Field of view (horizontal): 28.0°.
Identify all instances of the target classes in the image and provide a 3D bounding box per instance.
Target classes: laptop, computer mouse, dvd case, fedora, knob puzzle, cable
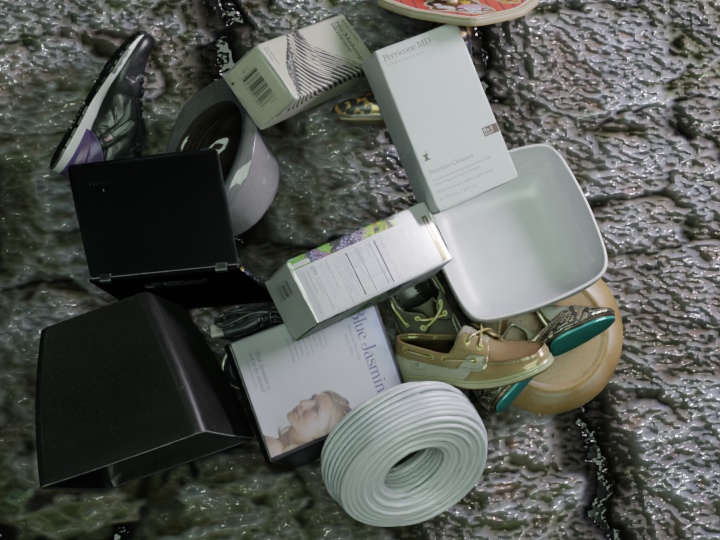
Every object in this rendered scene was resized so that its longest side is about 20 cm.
[{"bbox_3d":[-0.212,-0.039,1.655,0.185,0.200,0.117,-5,70,18],"label":"laptop"},{"bbox_3d":[-0.094,0.133,1.693,0.137,0.053,0.202,-13,89,5],"label":"computer mouse"},{"bbox_3d":[-0.046,0.121,1.669,0.199,0.018,0.144,-20,89,-29],"label":"dvd case"},{"bbox_3d":[-0.157,-0.120,1.718,0.090,0.176,0.202,29,46,-37],"label":"fedora"},{"bbox_3d":[0.118,-0.333,1.730,0.217,0.220,0.031,-2,115,-7],"label":"knob puzzle"},{"bbox_3d":[0.053,0.218,1.684,0.198,0.201,0.069,-16,46,-17],"label":"cable"}]

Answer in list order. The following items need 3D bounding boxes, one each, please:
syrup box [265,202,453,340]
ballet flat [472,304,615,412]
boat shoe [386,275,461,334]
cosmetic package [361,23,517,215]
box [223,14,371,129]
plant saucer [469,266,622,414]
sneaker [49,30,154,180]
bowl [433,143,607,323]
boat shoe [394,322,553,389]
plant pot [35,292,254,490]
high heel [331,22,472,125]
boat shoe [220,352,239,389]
[{"bbox_3d":[0.000,0.000,1.664,0.199,0.079,0.082,-25,84,-28],"label":"syrup box"},{"bbox_3d":[0.213,0.087,1.751,0.199,0.068,0.075,-37,66,-6],"label":"ballet flat"},{"bbox_3d":[0.071,0.041,1.768,0.072,0.060,0.203,-32,91,-8],"label":"boat shoe"},{"bbox_3d":[0.092,-0.177,1.699,0.112,0.081,0.202,-24,92,-12],"label":"cosmetic package"},{"bbox_3d":[-0.068,-0.236,1.701,0.068,0.200,0.082,-36,90,35],"label":"box"},{"bbox_3d":[0.236,0.079,1.799,0.198,0.035,0.203,0,86,-7],"label":"plant saucer"},{"bbox_3d":[-0.289,-0.188,1.741,0.087,0.076,0.201,31,87,-19],"label":"sneaker"},{"bbox_3d":[0.183,-0.036,1.761,0.198,0.075,0.201,-19,70,-8],"label":"bowl"},{"bbox_3d":[0.127,0.098,1.697,0.198,0.074,0.067,-7,107,24],"label":"boat shoe"},{"bbox_3d":[-0.261,0.136,1.644,0.198,0.200,0.179,-20,79,9],"label":"plant pot"},{"bbox_3d":[0.048,-0.256,1.775,0.198,0.071,0.144,-9,91,-21],"label":"high heel"},{"bbox_3d":[-0.070,0.116,1.746,0.198,0.062,0.075,3,88,-5],"label":"boat shoe"}]
